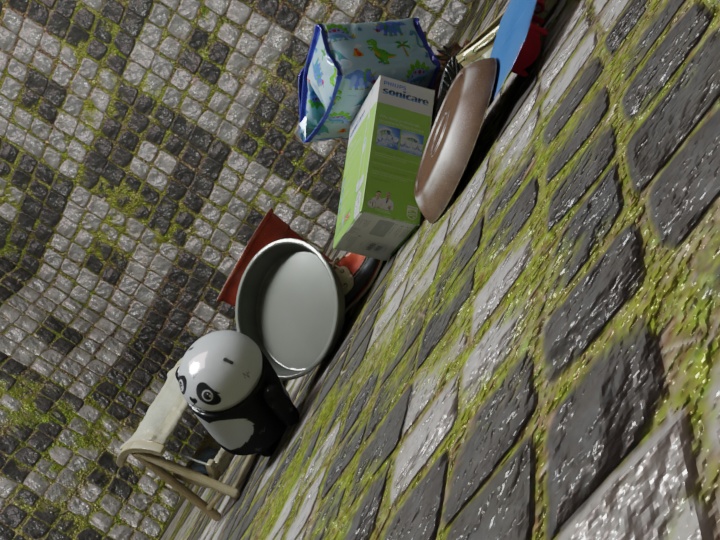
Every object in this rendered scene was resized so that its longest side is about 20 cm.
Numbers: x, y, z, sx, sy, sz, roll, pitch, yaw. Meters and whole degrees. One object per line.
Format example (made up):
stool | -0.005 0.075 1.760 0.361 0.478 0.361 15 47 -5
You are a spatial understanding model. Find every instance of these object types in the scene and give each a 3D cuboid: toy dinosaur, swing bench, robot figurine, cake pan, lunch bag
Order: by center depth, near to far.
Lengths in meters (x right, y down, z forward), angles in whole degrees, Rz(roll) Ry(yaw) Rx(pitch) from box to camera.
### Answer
robot figurine | -0.169 0.173 1.272 0.149 0.201 0.126 -23 43 3
cake pan | -0.099 0.056 1.342 0.037 0.200 0.201 6 -58 -52
lunch bag | 0.003 -0.269 1.384 0.201 0.168 0.129 112 144 -55
toy dinosaur | 0.119 -0.277 1.415 0.136 0.085 0.202 -114 41 -60
swing bench | -0.259 0.261 1.523 0.130 0.199 0.200 -53 8 49

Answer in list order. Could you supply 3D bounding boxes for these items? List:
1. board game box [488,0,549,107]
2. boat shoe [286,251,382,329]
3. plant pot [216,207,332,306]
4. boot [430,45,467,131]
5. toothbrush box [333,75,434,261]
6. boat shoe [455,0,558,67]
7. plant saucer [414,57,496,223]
board game box | 0.185 -0.260 1.037 0.158 0.038 0.202 126 163 -68
boat shoe | -0.033 0.020 1.357 0.201 0.062 0.071 -53 23 23
plant pot | -0.136 0.020 1.744 0.202 0.194 0.201 -58 5 8
boot | 0.116 -0.213 1.345 0.166 0.065 0.200 -63 2 -19
toothbrush box | 0.031 -0.136 1.267 0.146 0.085 0.203 131 148 -65
boat shoe | 0.195 -0.322 1.154 0.201 0.063 0.073 -53 7 40
plant saucer | 0.104 -0.154 1.079 0.200 0.032 0.203 -161 89 -85
